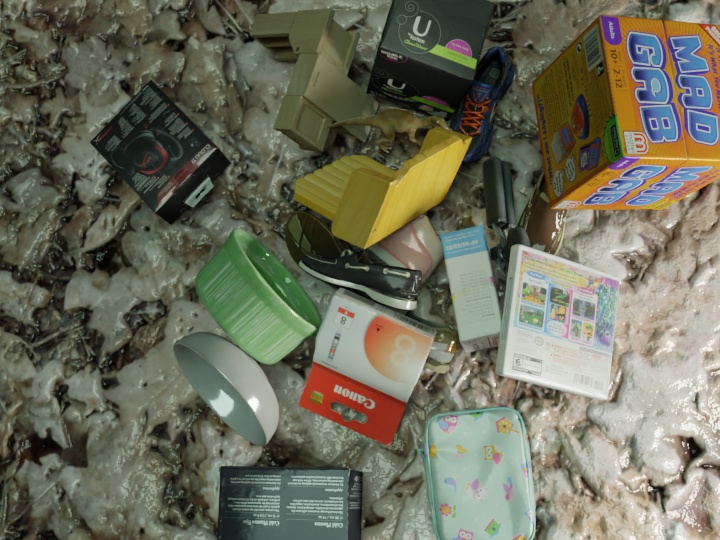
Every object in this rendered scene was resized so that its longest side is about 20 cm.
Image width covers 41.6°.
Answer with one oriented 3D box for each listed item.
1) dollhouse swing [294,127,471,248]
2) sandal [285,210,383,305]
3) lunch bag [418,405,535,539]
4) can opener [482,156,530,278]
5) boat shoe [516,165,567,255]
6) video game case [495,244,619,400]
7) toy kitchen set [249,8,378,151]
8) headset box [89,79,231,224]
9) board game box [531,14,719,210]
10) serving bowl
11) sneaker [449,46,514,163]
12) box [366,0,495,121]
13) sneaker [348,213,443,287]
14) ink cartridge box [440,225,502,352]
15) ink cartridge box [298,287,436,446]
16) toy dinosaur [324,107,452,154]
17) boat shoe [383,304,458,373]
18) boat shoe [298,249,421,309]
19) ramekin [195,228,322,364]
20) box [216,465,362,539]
[{"bbox_3d":[0.021,-0.157,1.407,0.176,0.183,0.199,42,47,19],"label":"dollhouse swing"},{"bbox_3d":[-0.036,-0.016,1.483,0.199,0.054,0.081,37,109,1],"label":"sandal"},{"bbox_3d":[0.166,0.295,1.359,0.158,0.077,0.203,-8,76,10],"label":"lunch bag"},{"bbox_3d":[0.222,-0.080,1.430,0.066,0.052,0.203,-24,57,33],"label":"can opener"},{"bbox_3d":[0.279,-0.095,1.430,0.074,0.075,0.205,16,80,14],"label":"boat shoe"},{"bbox_3d":[0.285,0.076,1.354,0.198,0.024,0.185,16,77,-28],"label":"video game case"},{"bbox_3d":[-0.088,-0.289,1.543,0.179,0.162,0.203,10,77,41],"label":"toy kitchen set"},{"bbox_3d":[-0.323,-0.188,1.566,0.149,0.075,0.200,-46,73,-2],"label":"headset box"},{"bbox_3d":[0.385,-0.213,1.338,0.197,0.200,0.203,-1,75,-19],"label":"board game box"},{"bbox_3d":[-0.187,0.164,1.407,0.200,0.201,0.066,41,65,17],"label":"serving bowl"},{"bbox_3d":[0.183,-0.264,1.486,0.074,0.078,0.203,17,80,15],"label":"sneaker"},{"bbox_3d":[0.101,-0.333,1.439,0.146,0.200,0.126,18,80,-3],"label":"box"},{"bbox_3d":[0.046,-0.060,1.471,0.200,0.076,0.105,41,76,21],"label":"sneaker"},{"bbox_3d":[0.171,0.050,1.395,0.067,0.115,0.203,-12,75,8],"label":"ink cartridge box"},{"bbox_3d":[0.003,0.148,1.391,0.160,0.050,0.203,23,104,6],"label":"ink cartridge box"},{"bbox_3d":[0.047,-0.231,1.490,0.196,0.101,0.059,2,73,8],"label":"toy dinosaur"},{"bbox_3d":[0.054,0.078,1.427,0.198,0.075,0.069,26,104,5],"label":"boat shoe"},{"bbox_3d":[0.000,0.000,1.402,0.198,0.074,0.061,20,101,28],"label":"boat shoe"},{"bbox_3d":[-0.155,0.044,1.421,0.097,0.200,0.201,-41,73,7],"label":"ramekin"},{"bbox_3d":[-0.102,0.380,1.376,0.197,0.104,0.185,-1,76,11],"label":"box"}]
